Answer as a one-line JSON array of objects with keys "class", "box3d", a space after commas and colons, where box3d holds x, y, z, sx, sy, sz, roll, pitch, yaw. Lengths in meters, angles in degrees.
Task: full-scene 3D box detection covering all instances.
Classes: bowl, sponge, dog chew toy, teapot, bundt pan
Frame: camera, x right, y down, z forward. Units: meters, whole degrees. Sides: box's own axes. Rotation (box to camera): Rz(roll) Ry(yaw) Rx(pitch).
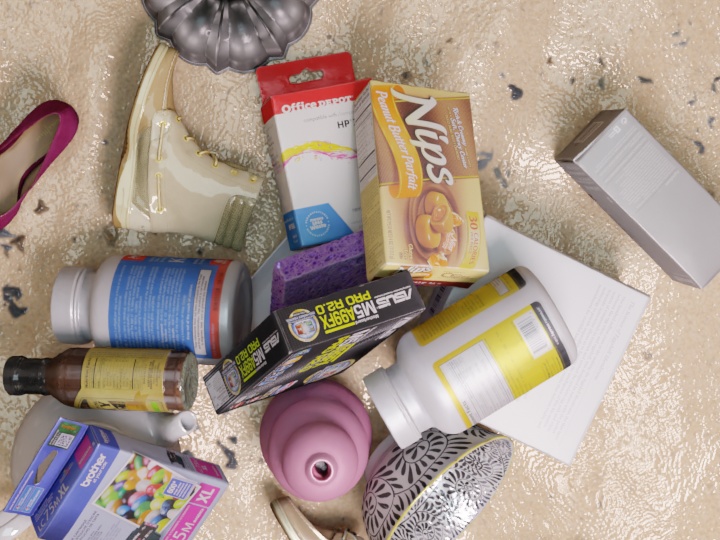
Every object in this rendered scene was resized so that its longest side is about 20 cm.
[{"class": "bowl", "box3d": [0.066, 0.227, 1.395, 0.201, 0.201, 0.094, -48, 62, 1]}, {"class": "sponge", "box3d": [0.000, 0.000, 1.355, 0.198, 0.112, 0.030, -20, 61, -20]}, {"class": "dog chew toy", "box3d": [-0.045, 0.184, 1.350, 0.123, 0.200, 0.126, 0, 95, -4]}, {"class": "teapot", "box3d": [-0.287, 0.212, 1.363, 0.195, 0.146, 0.203, 15, 95, -5]}, {"class": "bundt pan", "box3d": [-0.138, -0.311, 1.357, 0.199, 0.076, 0.205, 0, 95, -4]}]

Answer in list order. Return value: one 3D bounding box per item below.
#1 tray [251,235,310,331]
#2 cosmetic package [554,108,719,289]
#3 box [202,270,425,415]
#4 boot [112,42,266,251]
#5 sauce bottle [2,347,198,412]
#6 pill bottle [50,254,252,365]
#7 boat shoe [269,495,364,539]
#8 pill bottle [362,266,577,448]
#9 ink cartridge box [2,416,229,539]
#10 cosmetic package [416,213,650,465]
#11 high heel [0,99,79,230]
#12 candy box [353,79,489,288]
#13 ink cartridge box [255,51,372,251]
[{"class": "tray", "box3d": [-0.063, 0.021, 1.422, 0.107, 0.022, 0.200, 41, 91, -8]}, {"class": "cosmetic package", "box3d": [0.316, -0.079, 1.399, 0.090, 0.107, 0.200, -43, 95, 1]}, {"class": "box", "box3d": [-0.050, 0.074, 1.277, 0.159, 0.200, 0.045, -15, 76, -33]}, {"class": "boot", "box3d": [-0.173, -0.129, 1.373, 0.153, 0.073, 0.203, 12, 96, -5]}, {"class": "sauce bottle", "box3d": [-0.266, 0.110, 1.316, 0.197, 0.065, 0.066, 1, 96, 12]}, {"class": "pill bottle", "box3d": [-0.220, 0.040, 1.360, 0.197, 0.112, 0.114, 3, 96, 7]}, {"class": "boat shoe", "box3d": [-0.023, 0.317, 1.433, 0.065, 0.072, 0.200, -41, 103, -5]}, {"class": "pill bottle", "box3d": [0.106, 0.090, 1.275, 0.199, 0.112, 0.113, -31, 97, 0]}, {"class": "ink cartridge box", "box3d": [-0.241, 0.226, 1.286, 0.199, 0.042, 0.120, 27, 103, -37]}, {"class": "cosmetic package", "box3d": [0.172, 0.069, 1.394, 0.198, 0.123, 0.201, 26, 93, -4]}, {"class": "high heel", "box3d": [-0.373, -0.101, 1.349, 0.067, 0.096, 0.201, 39, 92, -7]}, {"class": "candy box", "box3d": [0.060, -0.087, 1.304, 0.114, 0.055, 0.203, 4, 67, -22]}, {"class": "ink cartridge box", "box3d": [-0.036, -0.132, 1.370, 0.115, 0.067, 0.203, -12, 90, -14]}]
